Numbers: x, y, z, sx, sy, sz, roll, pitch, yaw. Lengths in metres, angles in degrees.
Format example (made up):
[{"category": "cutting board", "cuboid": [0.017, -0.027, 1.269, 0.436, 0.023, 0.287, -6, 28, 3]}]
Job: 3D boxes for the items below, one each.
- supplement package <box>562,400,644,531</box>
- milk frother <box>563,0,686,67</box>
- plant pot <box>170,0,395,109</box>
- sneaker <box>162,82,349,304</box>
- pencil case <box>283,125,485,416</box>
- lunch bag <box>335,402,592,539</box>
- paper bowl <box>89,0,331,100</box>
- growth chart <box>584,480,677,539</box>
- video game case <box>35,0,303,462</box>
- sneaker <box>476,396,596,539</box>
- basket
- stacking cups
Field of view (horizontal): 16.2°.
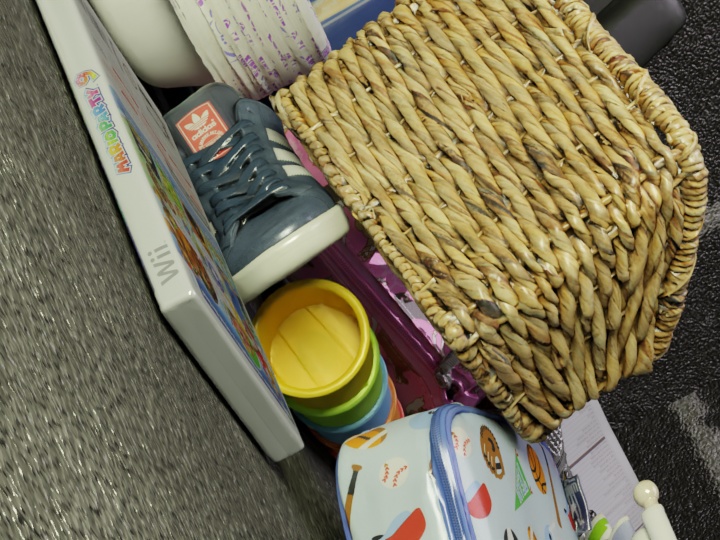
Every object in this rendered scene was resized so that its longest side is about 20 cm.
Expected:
[{"category": "supplement package", "cuboid": [0.087, 0.124, 1.550, 0.114, 0.109, 0.201, -29, 93, -56]}, {"category": "milk frother", "cuboid": [0.060, -0.155, 1.396, 0.200, 0.188, 0.180, 50, -21, -4]}, {"category": "plant pot", "cuboid": [-0.045, -0.179, 1.558, 0.201, 0.199, 0.180, 63, 10, 15]}, {"category": "sneaker", "cuboid": [-0.061, -0.044, 1.227, 0.085, 0.075, 0.200, 58, -3, -15]}, {"category": "pencil case", "cuboid": [0.000, 0.000, 1.407, 0.200, 0.083, 0.087, 49, -37, 0]}, {"category": "lunch bag", "cuboid": [0.062, 0.150, 1.187, 0.200, 0.075, 0.161, 24, 47, -66]}, {"category": "paper bowl", "cuboid": [-0.101, -0.180, 1.356, 0.201, 0.104, 0.201, 62, 2, -4]}, {"category": "growth chart", "cuboid": [0.128, 0.197, 1.270, 0.200, 0.018, 0.145, 114, -33, -48]}, {"category": "video game case", "cuboid": [-0.086, -0.028, 1.097, 0.201, 0.018, 0.143, 65, 3, 35]}, {"category": "sneaker", "cuboid": [0.096, 0.139, 1.445, 0.078, 0.082, 0.201, -3, -97, 62]}, {"category": "basket", "cuboid": [0.079, -0.038, 1.202, 0.200, 0.149, 0.143, 53, 2, 40]}, {"category": "stacking cups", "cuboid": [-0.005, 0.061, 1.297, 0.061, 0.060, 0.200, 64, 3, 21]}]
